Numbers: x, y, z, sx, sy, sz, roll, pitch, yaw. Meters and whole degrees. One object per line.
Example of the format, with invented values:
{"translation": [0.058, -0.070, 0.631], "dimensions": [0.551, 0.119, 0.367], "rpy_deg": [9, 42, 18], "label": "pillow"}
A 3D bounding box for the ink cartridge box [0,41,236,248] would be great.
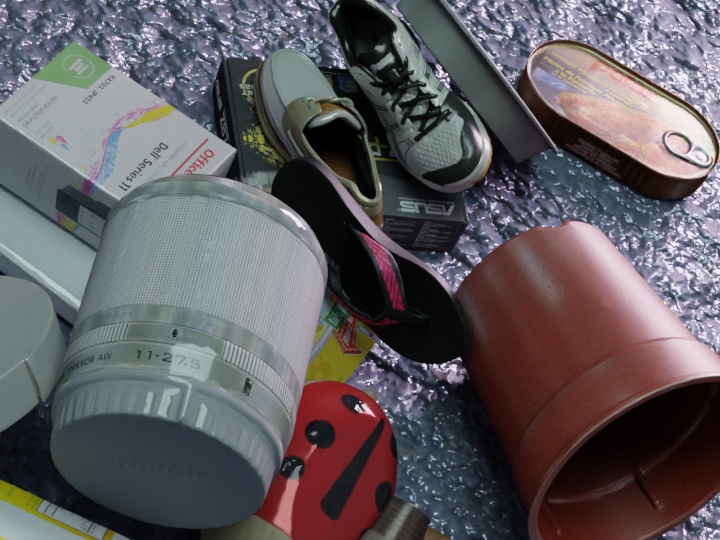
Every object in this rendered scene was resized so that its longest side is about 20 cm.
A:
{"translation": [-0.178, -0.075, 1.445], "dimensions": [0.199, 0.068, 0.117], "rpy_deg": [33, 47, 5], "label": "ink cartridge box"}

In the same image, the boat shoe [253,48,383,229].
{"translation": [-0.026, -0.108, 1.507], "dimensions": [0.074, 0.069, 0.201], "rpy_deg": [-9, 58, -28], "label": "boat shoe"}

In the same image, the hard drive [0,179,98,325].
{"translation": [-0.232, -0.037, 1.455], "dimensions": [0.199, 0.027, 0.132], "rpy_deg": [35, 47, 9], "label": "hard drive"}

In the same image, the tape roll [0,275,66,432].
{"translation": [-0.296, 0.068, 1.256], "dimensions": [0.201, 0.037, 0.203], "rpy_deg": [-12, 27, 6], "label": "tape roll"}

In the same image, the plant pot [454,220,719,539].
{"translation": [0.172, 0.081, 1.427], "dimensions": [0.199, 0.202, 0.196], "rpy_deg": [-7, 47, -28], "label": "plant pot"}

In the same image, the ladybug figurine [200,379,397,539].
{"translation": [-0.033, 0.156, 1.317], "dimensions": [0.136, 0.072, 0.201], "rpy_deg": [44, 53, -20], "label": "ladybug figurine"}

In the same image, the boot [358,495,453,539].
{"translation": [0.013, 0.238, 1.282], "dimensions": [0.070, 0.200, 0.147], "rpy_deg": [24, 78, 27], "label": "boot"}

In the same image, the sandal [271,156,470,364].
{"translation": [0.000, 0.000, 1.426], "dimensions": [0.200, 0.075, 0.045], "rpy_deg": [46, 31, 5], "label": "sandal"}

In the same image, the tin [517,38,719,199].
{"translation": [0.237, -0.140, 1.730], "dimensions": [0.199, 0.042, 0.112], "rpy_deg": [32, 51, 5], "label": "tin"}

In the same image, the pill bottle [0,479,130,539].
{"translation": [-0.212, 0.202, 1.209], "dimensions": [0.199, 0.105, 0.105], "rpy_deg": [25, 47, -2], "label": "pill bottle"}

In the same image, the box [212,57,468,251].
{"translation": [-0.019, -0.098, 1.580], "dimensions": [0.198, 0.049, 0.162], "rpy_deg": [5, 54, -19], "label": "box"}

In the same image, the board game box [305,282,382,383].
{"translation": [-0.075, 0.057, 1.411], "dimensions": [0.134, 0.034, 0.200], "rpy_deg": [44, 47, -7], "label": "board game box"}

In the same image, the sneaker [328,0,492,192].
{"translation": [0.031, -0.147, 1.538], "dimensions": [0.200, 0.076, 0.088], "rpy_deg": [55, 10, 30], "label": "sneaker"}

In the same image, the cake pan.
{"translation": [0.097, -0.171, 1.619], "dimensions": [0.037, 0.200, 0.201], "rpy_deg": [-38, 66, 6], "label": "cake pan"}

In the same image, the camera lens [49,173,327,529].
{"translation": [-0.113, 0.050, 1.254], "dimensions": [0.159, 0.160, 0.201], "rpy_deg": [18, 55, -8], "label": "camera lens"}
